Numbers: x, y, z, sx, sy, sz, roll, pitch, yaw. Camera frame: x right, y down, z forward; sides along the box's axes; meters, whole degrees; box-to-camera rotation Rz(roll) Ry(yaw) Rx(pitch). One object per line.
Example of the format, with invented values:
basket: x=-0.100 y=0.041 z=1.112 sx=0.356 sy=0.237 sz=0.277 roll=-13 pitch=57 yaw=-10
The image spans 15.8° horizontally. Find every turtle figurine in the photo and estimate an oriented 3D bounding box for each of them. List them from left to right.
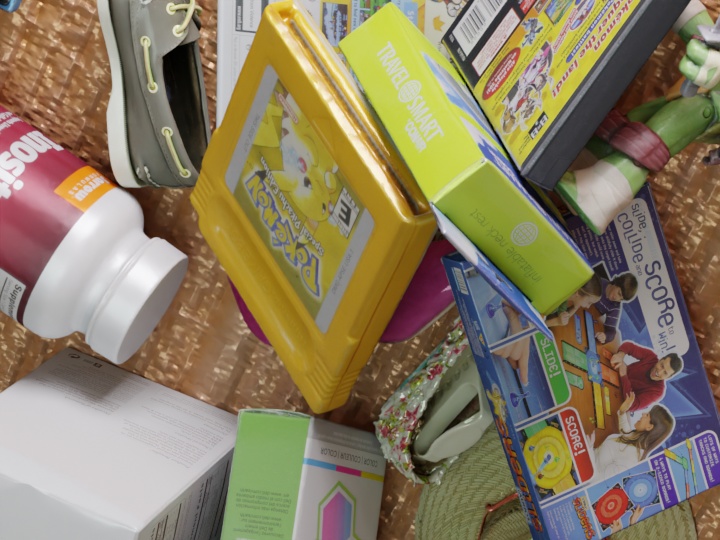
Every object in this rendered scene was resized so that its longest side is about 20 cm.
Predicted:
turtle figurine: x=0.174 y=-0.126 z=1.510 sx=0.194 sy=0.200 sz=0.144 roll=-40 pitch=47 yaw=1

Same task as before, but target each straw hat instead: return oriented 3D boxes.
straw hat: x=0.113 y=0.190 z=1.672 sx=0.201 sy=0.085 sz=0.202 roll=6 pitch=108 yaw=19

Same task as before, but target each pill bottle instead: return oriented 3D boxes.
pill bottle: x=-0.217 y=-0.029 z=1.710 sx=0.200 sy=0.113 sz=0.113 roll=33 pitch=114 yaw=7

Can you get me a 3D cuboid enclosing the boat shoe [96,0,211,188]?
boat shoe: x=-0.129 y=-0.149 z=1.665 sx=0.060 sy=0.072 sz=0.202 roll=5 pitch=113 yaw=19

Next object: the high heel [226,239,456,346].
high heel: x=0.000 y=0.000 z=1.654 sx=0.096 sy=0.067 sz=0.200 roll=49 pitch=138 yaw=-10

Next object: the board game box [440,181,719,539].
board game box: x=0.143 y=0.060 z=1.600 sx=0.135 sy=0.034 sz=0.200 roll=-22 pitch=104 yaw=-17

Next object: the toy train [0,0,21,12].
toy train: x=-0.283 y=-0.241 z=1.667 sx=0.200 sy=0.114 sz=0.087 roll=31 pitch=111 yaw=9

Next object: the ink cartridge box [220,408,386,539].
ink cartridge box: x=-0.042 y=0.196 z=1.675 sx=0.059 sy=0.104 sz=0.201 roll=4 pitch=81 yaw=31

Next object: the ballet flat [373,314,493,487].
ballet flat: x=0.081 y=0.063 z=1.650 sx=0.075 sy=0.064 sz=0.200 roll=16 pitch=126 yaw=-30

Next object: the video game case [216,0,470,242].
video game case: x=-0.005 y=-0.114 z=1.657 sx=0.182 sy=0.023 sz=0.201 roll=7 pitch=108 yaw=18

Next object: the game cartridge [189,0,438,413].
game cartridge: x=-0.034 y=-0.036 z=1.587 sx=0.176 sy=0.032 sz=0.200 roll=57 pitch=144 yaw=24

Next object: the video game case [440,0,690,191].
video game case: x=0.133 y=-0.169 z=1.501 sx=0.025 sy=0.181 sz=0.200 roll=26 pitch=110 yaw=-27

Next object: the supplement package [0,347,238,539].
supplement package: x=-0.187 y=0.171 z=1.712 sx=0.151 sy=0.200 sz=0.151 roll=21 pitch=112 yaw=13

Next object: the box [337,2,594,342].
box: x=0.063 y=-0.060 z=1.512 sx=0.048 sy=0.200 sz=0.122 roll=-39 pitch=129 yaw=10
